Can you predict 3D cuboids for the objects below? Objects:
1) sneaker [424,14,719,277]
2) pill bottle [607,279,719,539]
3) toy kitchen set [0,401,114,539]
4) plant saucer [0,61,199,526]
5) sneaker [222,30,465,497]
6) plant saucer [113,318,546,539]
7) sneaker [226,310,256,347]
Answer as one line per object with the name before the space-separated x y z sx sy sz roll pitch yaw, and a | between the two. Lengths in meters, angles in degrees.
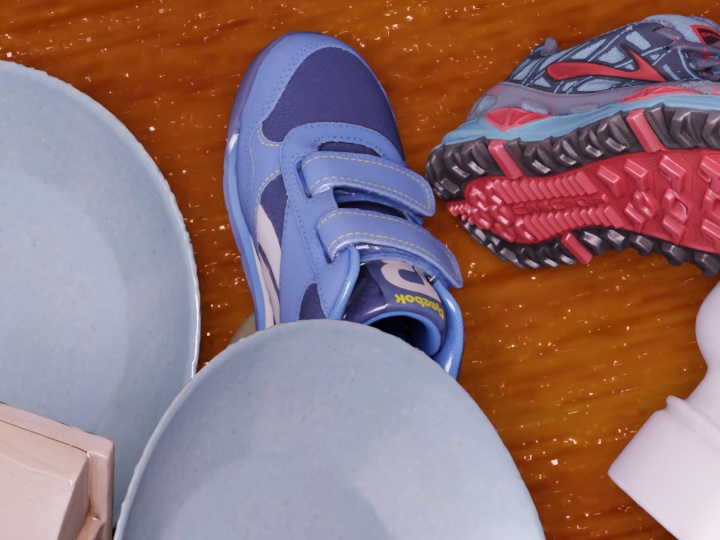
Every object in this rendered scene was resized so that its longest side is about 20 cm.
sneaker | 0.108 -0.057 0.785 0.079 0.199 0.096 50 63 -31
pill bottle | 0.183 0.023 0.789 0.114 0.114 0.200 40 91 10
toy kitchen set | -0.133 0.156 0.677 0.199 0.164 0.181 19 49 9
plant saucer | -0.151 0.022 0.862 0.200 0.039 0.202 -1 85 14
sneaker | 0.000 0.000 0.804 0.074 0.082 0.201 8 64 -30
plant saucer | -0.013 0.117 0.686 0.039 0.200 0.202 -15 81 41
sneaker | -0.048 0.105 0.827 0.076 0.089 0.201 17 87 10
